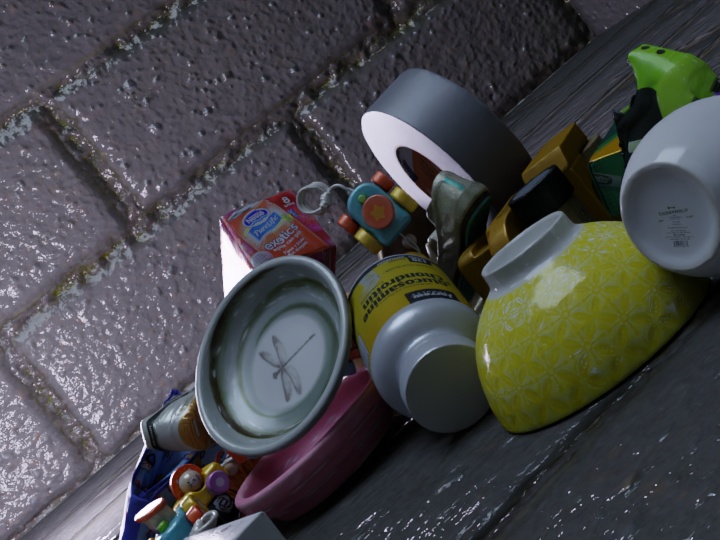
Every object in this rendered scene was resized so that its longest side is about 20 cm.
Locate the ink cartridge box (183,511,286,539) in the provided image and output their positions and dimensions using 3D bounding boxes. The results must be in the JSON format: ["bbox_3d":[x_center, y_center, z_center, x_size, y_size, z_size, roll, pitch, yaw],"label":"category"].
[{"bbox_3d":[-0.141,0.278,1.031,0.116,0.068,0.200,-43,6,-36],"label":"ink cartridge box"}]

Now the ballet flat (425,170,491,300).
[{"bbox_3d":[0.096,-0.037,1.245,0.068,0.062,0.201,-49,-20,-25],"label":"ballet flat"}]

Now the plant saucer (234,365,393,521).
[{"bbox_3d":[-0.038,0.176,1.219,0.200,0.051,0.201,-44,5,5],"label":"plant saucer"}]

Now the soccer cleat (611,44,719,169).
[{"bbox_3d":[0.246,-0.097,1.017,0.067,0.081,0.201,-34,-39,-29],"label":"soccer cleat"}]

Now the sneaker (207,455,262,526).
[{"bbox_3d":[-0.121,0.229,1.343,0.200,0.077,0.112,-48,4,27],"label":"sneaker"}]

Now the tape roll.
[{"bbox_3d":[0.095,-0.116,1.288,0.066,0.200,0.200,-47,7,-12],"label":"tape roll"}]

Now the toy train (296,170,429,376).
[{"bbox_3d":[0.000,0.000,1.229,0.149,0.202,0.056,-11,-5,5],"label":"toy train"}]

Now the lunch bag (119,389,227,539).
[{"bbox_3d":[-0.235,0.263,1.419,0.200,0.093,0.152,-56,-14,-55],"label":"lunch bag"}]

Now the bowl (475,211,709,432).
[{"bbox_3d":[0.156,0.021,0.953,0.200,0.108,0.200,-39,5,4],"label":"bowl"}]

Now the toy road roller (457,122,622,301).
[{"bbox_3d":[0.179,-0.035,1.173,0.146,0.123,0.200,-37,6,34],"label":"toy road roller"}]

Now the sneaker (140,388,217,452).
[{"bbox_3d":[-0.176,0.154,1.398,0.087,0.076,0.200,-12,1,24],"label":"sneaker"}]

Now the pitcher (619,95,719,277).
[{"bbox_3d":[0.292,-0.076,0.872,0.199,0.122,0.171,-29,11,-38],"label":"pitcher"}]

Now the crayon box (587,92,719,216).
[{"bbox_3d":[0.314,-0.123,1.098,0.199,0.059,0.119,-19,16,31],"label":"crayon box"}]

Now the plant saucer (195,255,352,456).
[{"bbox_3d":[-0.075,0.087,1.199,0.199,0.050,0.202,-19,59,35],"label":"plant saucer"}]

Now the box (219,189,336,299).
[{"bbox_3d":[-0.091,0.023,1.360,0.095,0.100,0.201,-23,-37,-21],"label":"box"}]

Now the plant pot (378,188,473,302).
[{"bbox_3d":[0.127,-0.028,1.408,0.199,0.093,0.203,-15,55,22],"label":"plant pot"}]

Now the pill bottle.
[{"bbox_3d":[0.056,0.066,1.109,0.112,0.112,0.200,-38,22,2],"label":"pill bottle"}]

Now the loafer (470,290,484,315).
[{"bbox_3d":[0.142,0.021,1.251,0.200,0.068,0.076,-41,6,-18],"label":"loafer"}]

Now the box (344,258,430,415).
[{"bbox_3d":[0.015,0.086,1.344,0.200,0.021,0.165,-28,50,61],"label":"box"}]

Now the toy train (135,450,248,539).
[{"bbox_3d":[-0.154,0.205,1.219,0.150,0.056,0.200,-46,6,35],"label":"toy train"}]
